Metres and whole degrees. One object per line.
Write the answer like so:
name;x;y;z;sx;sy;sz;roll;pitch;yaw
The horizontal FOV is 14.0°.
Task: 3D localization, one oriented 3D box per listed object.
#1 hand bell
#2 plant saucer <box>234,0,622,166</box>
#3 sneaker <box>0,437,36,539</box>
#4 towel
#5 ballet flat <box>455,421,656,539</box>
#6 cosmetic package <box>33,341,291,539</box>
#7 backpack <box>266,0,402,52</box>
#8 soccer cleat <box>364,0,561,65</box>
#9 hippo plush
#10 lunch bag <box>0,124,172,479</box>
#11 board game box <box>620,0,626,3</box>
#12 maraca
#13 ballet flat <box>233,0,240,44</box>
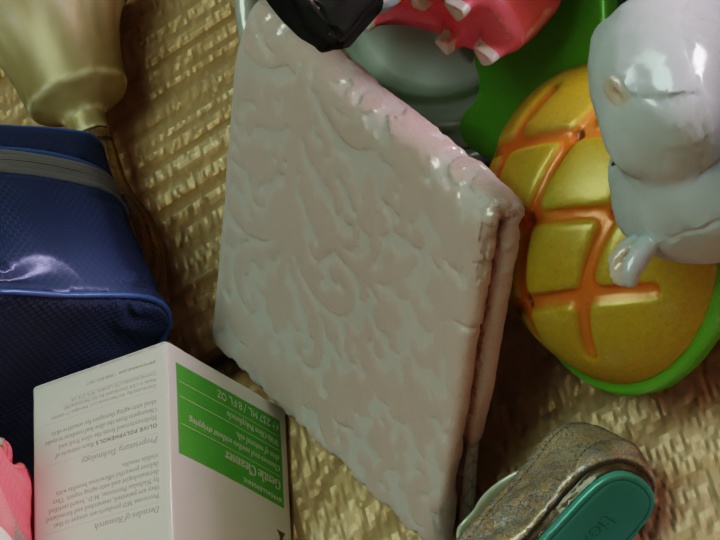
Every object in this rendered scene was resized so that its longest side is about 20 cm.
hand bell;-0.135;-0.060;1.527;0.104;0.104;0.201;-30;68;22
plant saucer;0.039;-0.137;1.417;0.199;0.050;0.201;-4;76;17
sneaker;-0.173;0.127;1.395;0.073;0.200;0.087;6;68;3
towel;0.000;0.000;1.348;0.200;0.032;0.192;41;135;42
ballet flat;0.049;0.145;1.300;0.200;0.068;0.067;-43;37;4
cosmetic package;-0.091;0.150;1.365;0.085;0.108;0.201;-19;61;26
backpack;0.016;-0.206;1.236;0.200;0.164;0.154;-36;7;-8
soccer cleat;0.023;-0.149;1.347;0.076;0.067;0.200;-44;38;-17
hippo plush;0.180;-0.062;1.179;0.160;0.201;0.160;2;44;31
lunch bag;-0.194;0.024;1.461;0.200;0.135;0.133;-54;44;37
board game box;0.225;-0.112;1.289;0.151;0.047;0.200;-46;50;10
maraca;0.105;-0.040;1.299;0.137;0.107;0.201;-46;56;36
ballet flat;-0.033;-0.111;1.483;0.063;0.068;0.201;-46;41;48
